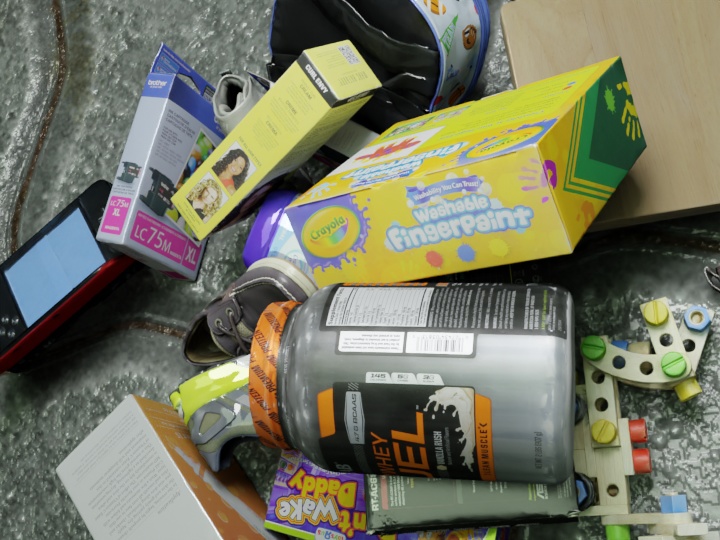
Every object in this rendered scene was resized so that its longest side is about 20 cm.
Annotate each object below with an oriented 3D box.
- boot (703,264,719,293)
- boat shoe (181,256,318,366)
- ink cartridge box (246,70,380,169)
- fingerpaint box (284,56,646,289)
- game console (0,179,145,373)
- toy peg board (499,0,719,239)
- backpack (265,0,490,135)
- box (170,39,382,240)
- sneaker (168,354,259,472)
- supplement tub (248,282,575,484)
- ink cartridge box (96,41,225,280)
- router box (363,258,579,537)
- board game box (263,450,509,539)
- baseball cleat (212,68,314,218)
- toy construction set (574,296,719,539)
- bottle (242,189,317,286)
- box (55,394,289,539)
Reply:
[{"bbox_3d":[0.359,0.045,0.645,0.197,0.069,0.177,-13,70,21],"label":"boot"},{"bbox_3d":[-0.099,0.046,0.787,0.065,0.072,0.199,-49,14,-32],"label":"boat shoe"},{"bbox_3d":[-0.020,-0.117,0.841,0.199,0.095,0.037,33,88,28],"label":"ink cartridge box"},{"bbox_3d":[0.075,-0.063,0.633,0.198,0.167,0.074,-11,111,38],"label":"fingerpaint box"},{"bbox_3d":[-0.323,0.009,0.918,0.199,0.119,0.173,-38,64,7],"label":"game console"},{"bbox_3d":[0.227,-0.125,0.753,0.196,0.098,0.203,-9,72,4],"label":"toy peg board"},{"bbox_3d":[0.021,-0.215,0.809,0.153,0.201,0.191,-33,69,-27],"label":"backpack"},{"bbox_3d":[-0.074,-0.106,0.768,0.200,0.075,0.050,-40,86,36],"label":"box"},{"bbox_3d":[-0.056,0.099,0.757,0.198,0.074,0.082,-26,72,6],"label":"sneaker"},{"bbox_3d":[0.036,0.069,0.585,0.197,0.123,0.124,-1,74,15],"label":"supplement tub"},{"bbox_3d":[-0.178,-0.103,0.890,0.041,0.119,0.203,6,76,27],"label":"ink cartridge box"},{"bbox_3d":[0.074,0.086,0.670,0.148,0.062,0.203,-7,73,11],"label":"router box"},{"bbox_3d":[0.029,0.170,0.760,0.197,0.045,0.136,7,77,25],"label":"board game box"},{"bbox_3d":[-0.093,-0.100,0.861,0.069,0.106,0.201,-31,66,5],"label":"baseball cleat"},{"bbox_3d":[0.207,0.124,0.679,0.129,0.092,0.203,-8,60,20],"label":"toy construction set"},{"bbox_3d":[0.000,0.000,0.790,0.198,0.065,0.084,23,86,9],"label":"bottle"},{"bbox_3d":[-0.146,0.219,0.774,0.097,0.124,0.200,-43,63,5],"label":"box"}]
